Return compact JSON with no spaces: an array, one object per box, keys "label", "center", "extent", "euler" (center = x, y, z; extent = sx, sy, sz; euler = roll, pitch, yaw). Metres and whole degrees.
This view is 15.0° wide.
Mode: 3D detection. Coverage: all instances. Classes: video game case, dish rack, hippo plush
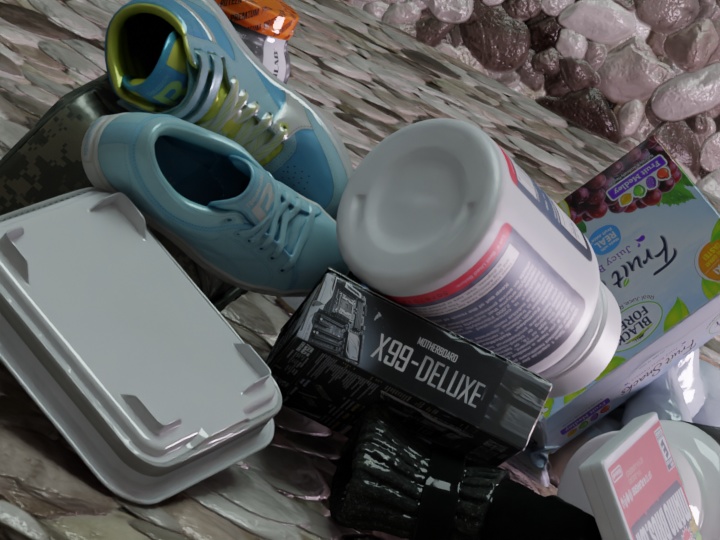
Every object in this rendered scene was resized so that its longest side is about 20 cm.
[{"label":"video game case","center":[0.181,0.189,1.566],"extent":[0.201,0.017,0.143],"euler":[70,20,-2]},{"label":"dish rack","center":[-0.138,0.032,1.589],"extent":[0.200,0.044,0.172],"euler":[50,31,11]},{"label":"hippo plush","center":[0.204,0.094,2.028],"extent":[0.159,0.201,0.161],"euler":[-1,-28,30]}]

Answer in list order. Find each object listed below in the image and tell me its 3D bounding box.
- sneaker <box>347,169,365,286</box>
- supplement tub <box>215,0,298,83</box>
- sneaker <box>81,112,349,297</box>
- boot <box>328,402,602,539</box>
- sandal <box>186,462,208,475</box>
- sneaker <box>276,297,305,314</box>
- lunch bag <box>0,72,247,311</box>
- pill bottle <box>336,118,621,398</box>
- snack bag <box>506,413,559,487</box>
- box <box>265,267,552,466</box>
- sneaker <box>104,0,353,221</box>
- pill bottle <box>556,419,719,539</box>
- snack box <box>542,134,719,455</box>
[{"label":"sneaker","center":[0.000,0.000,1.862],"extent":[0.073,0.082,0.200],"euler":[-9,-20,-13]},{"label":"supplement tub","center":[-0.131,-0.124,2.060],"extent":[0.122,0.200,0.123],"euler":[26,13,-7]},{"label":"sneaker","center":[-0.075,-0.036,1.685],"extent":[0.200,0.074,0.082],"euler":[25,-12,-31]},{"label":"boot","center":[0.066,0.150,1.626],"extent":[0.158,0.080,0.211],"euler":[28,-3,-10]},{"label":"sandal","center":[-0.154,0.051,1.638],"extent":[0.206,0.059,0.079],"euler":[35,14,30]},{"label":"sneaker","center":[0.032,0.020,2.025],"extent":[0.200,0.113,0.071],"euler":[35,15,31]},{"label":"lunch bag","center":[-0.148,-0.032,1.808],"extent":[0.168,0.139,0.200],"euler":[45,16,2]},{"label":"pill bottle","center":[0.082,0.001,1.735],"extent":[0.120,0.120,0.200],"euler":[39,-2,43]},{"label":"snack bag","center":[0.052,0.081,1.877],"extent":[0.188,0.021,0.200],"euler":[31,-10,10]},{"label":"box","center":[0.023,0.074,1.744],"extent":[0.157,0.050,0.200],"euler":[26,-15,-3]},{"label":"sneaker","center":[-0.091,-0.098,1.742],"extent":[0.200,0.080,0.131],"euler":[46,16,2]},{"label":"pill bottle","center":[0.219,0.160,1.833],"extent":[0.116,0.117,0.200],"euler":[35,13,31]},{"label":"snack box","center":[0.171,0.017,1.946],"extent":[0.142,0.200,0.053],"euler":[54,1,33]}]
